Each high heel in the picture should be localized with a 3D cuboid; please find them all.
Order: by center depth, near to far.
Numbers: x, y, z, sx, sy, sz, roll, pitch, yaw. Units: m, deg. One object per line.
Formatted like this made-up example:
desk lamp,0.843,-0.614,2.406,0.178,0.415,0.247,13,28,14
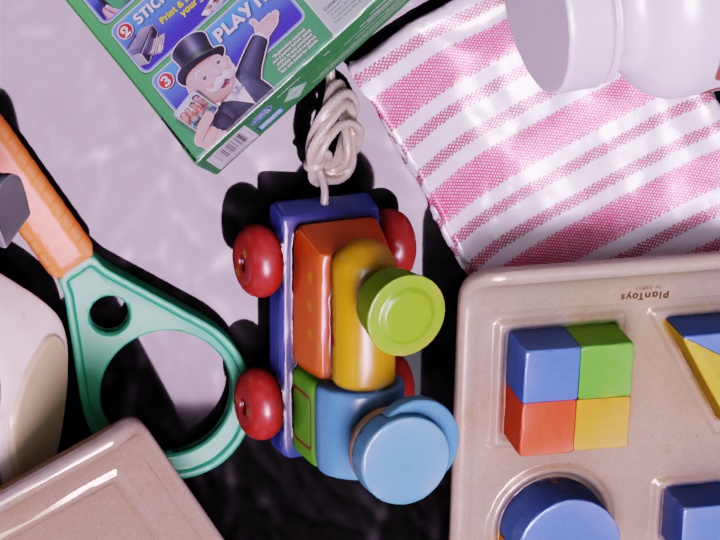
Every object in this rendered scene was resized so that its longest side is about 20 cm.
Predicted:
high heel,-0.211,0.030,1.356,0.142,0.071,0.201,9,123,21

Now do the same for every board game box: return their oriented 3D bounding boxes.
board game box,-0.033,-0.158,1.293,0.200,0.029,0.135,-41,71,6

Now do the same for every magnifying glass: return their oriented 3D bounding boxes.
magnifying glass,-0.122,0.013,1.377,0.079,0.022,0.200,-33,111,3

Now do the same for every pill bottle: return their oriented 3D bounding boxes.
pill bottle,0.169,-0.140,1.308,0.199,0.112,0.113,-13,109,-15

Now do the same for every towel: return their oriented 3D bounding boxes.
towel,0.103,-0.050,1.385,0.146,0.030,0.200,-31,109,1

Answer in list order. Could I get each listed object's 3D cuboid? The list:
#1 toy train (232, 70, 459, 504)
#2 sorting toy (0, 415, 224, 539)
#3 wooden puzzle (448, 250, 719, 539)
toy train,0.000,0.000,1.332,0.084,0.116,0.201,-7,109,-23
sorting toy,-0.149,0.161,1.376,0.185,0.037,0.200,-29,137,1
wooden puzzle,0.135,0.087,1.399,0.185,0.046,0.201,-5,116,-15
